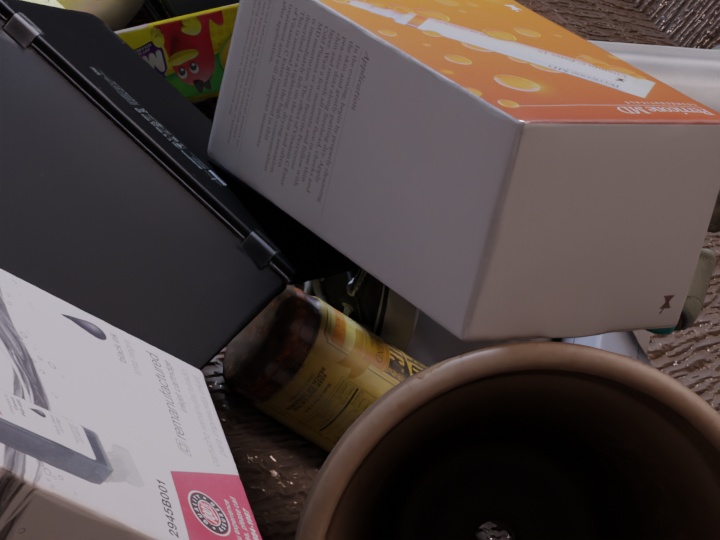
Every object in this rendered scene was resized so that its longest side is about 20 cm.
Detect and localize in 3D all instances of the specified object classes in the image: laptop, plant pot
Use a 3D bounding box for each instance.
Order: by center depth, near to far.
[{"bbox_3d":[0.067,0.124,0.984,0.200,0.200,0.175,39,0,-3],"label":"plant pot"},{"bbox_3d":[-0.125,-0.021,1.049,0.187,0.116,0.200,43,11,8],"label":"laptop"}]

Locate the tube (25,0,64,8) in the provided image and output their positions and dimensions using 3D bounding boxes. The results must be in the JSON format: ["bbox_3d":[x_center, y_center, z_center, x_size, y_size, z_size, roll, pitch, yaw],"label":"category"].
[{"bbox_3d":[-0.234,-0.161,1.172,0.200,0.052,0.058,22,51,-12],"label":"tube"}]

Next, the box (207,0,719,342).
[{"bbox_3d":[0.043,-0.057,1.004,0.124,0.098,0.200,-3,27,-38],"label":"box"}]

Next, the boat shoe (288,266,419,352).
[{"bbox_3d":[0.001,-0.002,1.190,0.068,0.074,0.199,14,-17,-1],"label":"boat shoe"}]

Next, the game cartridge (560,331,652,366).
[{"bbox_3d":[0.159,0.124,1.260,0.200,0.040,0.133,58,21,-24],"label":"game cartridge"}]

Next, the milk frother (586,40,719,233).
[{"bbox_3d":[0.122,-0.117,1.427,0.188,0.201,0.181,3,-16,-13],"label":"milk frother"}]

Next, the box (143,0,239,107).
[{"bbox_3d":[-0.088,-0.209,1.446,0.197,0.124,0.200,52,-6,37],"label":"box"}]

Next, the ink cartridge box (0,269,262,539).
[{"bbox_3d":[-0.141,0.064,0.824,0.200,0.085,0.146,28,21,-31],"label":"ink cartridge box"}]

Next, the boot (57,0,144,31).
[{"bbox_3d":[-0.198,-0.171,1.309,0.090,0.073,0.200,49,19,9],"label":"boot"}]

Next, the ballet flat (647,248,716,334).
[{"bbox_3d":[0.112,-0.038,1.263,0.200,0.064,0.067,34,-16,-19],"label":"ballet flat"}]

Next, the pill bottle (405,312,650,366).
[{"bbox_3d":[0.099,0.033,1.371,0.111,0.111,0.200,47,18,22],"label":"pill bottle"}]

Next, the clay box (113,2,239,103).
[{"bbox_3d":[-0.101,-0.112,1.250,0.115,0.200,0.048,-25,102,-69],"label":"clay box"}]

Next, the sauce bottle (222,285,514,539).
[{"bbox_3d":[0.024,0.080,1.175,0.200,0.066,0.066,33,18,-26],"label":"sauce bottle"}]
